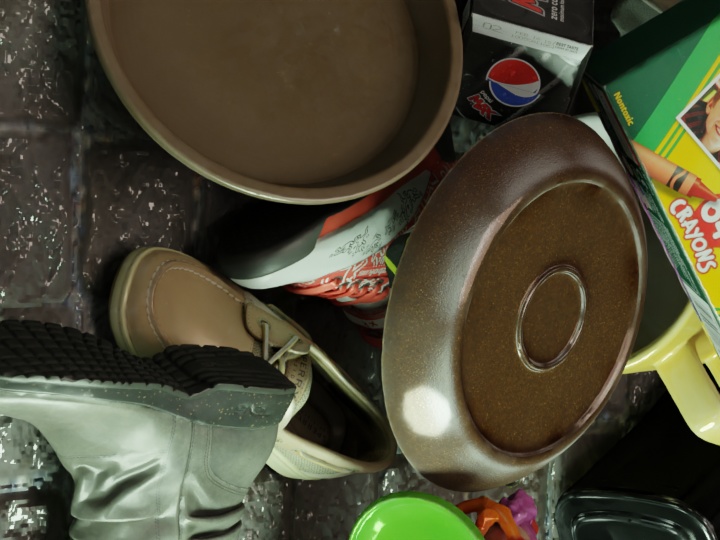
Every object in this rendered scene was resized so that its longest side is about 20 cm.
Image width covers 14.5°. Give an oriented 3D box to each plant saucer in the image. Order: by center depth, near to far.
[{"bbox_3d":[-0.044,-0.121,1.394,0.199,0.029,0.201,10,63,-20],"label":"plant saucer"},{"bbox_3d":[0.088,0.021,1.442,0.200,0.032,0.201,-21,120,-42],"label":"plant saucer"}]

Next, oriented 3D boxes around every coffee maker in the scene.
[{"bbox_3d":[0.211,0.123,1.755,0.193,0.134,0.200,56,45,-7],"label":"coffee maker"}]

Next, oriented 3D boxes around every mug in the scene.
[{"bbox_3d":[0.167,0.013,1.666,0.153,0.149,0.188,16,73,-60],"label":"mug"}]

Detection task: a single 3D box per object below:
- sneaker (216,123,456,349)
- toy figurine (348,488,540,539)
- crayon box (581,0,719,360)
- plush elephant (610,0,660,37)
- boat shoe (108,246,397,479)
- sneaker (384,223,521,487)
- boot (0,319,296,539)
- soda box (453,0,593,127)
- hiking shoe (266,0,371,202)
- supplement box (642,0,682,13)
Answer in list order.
[{"bbox_3d":[0.001,0.000,1.496,0.201,0.067,0.109,-38,120,-54],"label":"sneaker"},{"bbox_3d":[0.053,0.179,1.533,0.184,0.150,0.201,-33,140,-60],"label":"toy figurine"},{"bbox_3d":[0.236,-0.064,1.519,0.172,0.058,0.201,-30,111,-3],"label":"crayon box"},{"bbox_3d":[0.201,-0.163,1.689,0.155,0.200,0.165,40,68,-25],"label":"plush elephant"},{"bbox_3d":[-0.051,0.049,1.442,0.200,0.065,0.072,44,59,-43],"label":"boat shoe"},{"bbox_3d":[0.073,0.039,1.503,0.076,0.075,0.201,-40,144,-22],"label":"sneaker"},{"bbox_3d":[-0.126,0.100,1.345,0.199,0.068,0.131,9,107,-34],"label":"boot"},{"bbox_3d":[0.086,-0.152,1.517,0.200,0.070,0.064,-83,-171,-55],"label":"soda box"},{"bbox_3d":[0.002,-0.109,1.491,0.101,0.075,0.201,46,57,-39],"label":"hiking shoe"},{"bbox_3d":[0.239,-0.170,1.579,0.200,0.074,0.126,34,94,-10],"label":"supplement box"}]
